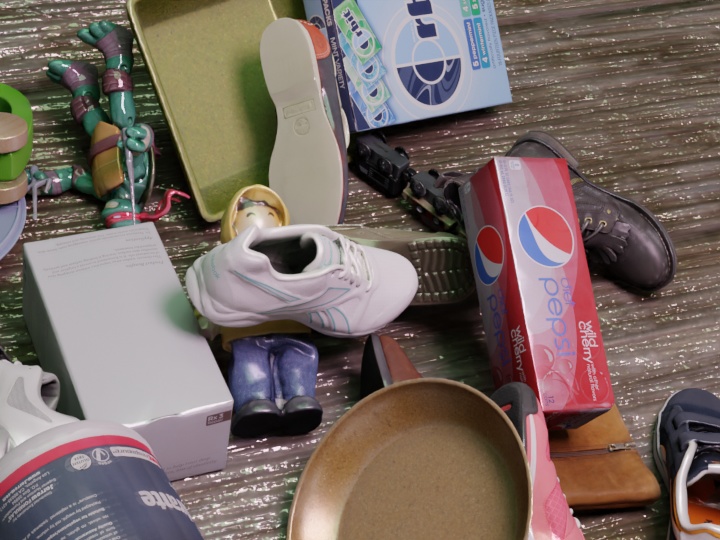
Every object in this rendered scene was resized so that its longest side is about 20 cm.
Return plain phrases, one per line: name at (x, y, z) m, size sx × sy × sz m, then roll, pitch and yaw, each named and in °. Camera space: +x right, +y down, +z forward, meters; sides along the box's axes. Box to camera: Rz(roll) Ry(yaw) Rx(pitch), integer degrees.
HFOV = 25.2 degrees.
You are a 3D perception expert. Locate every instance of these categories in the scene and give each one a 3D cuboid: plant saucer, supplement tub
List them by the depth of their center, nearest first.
supplement tub at (-0.158, 0.209, 1.022) m, size 0.139 × 0.141 × 0.200 m, roll -17°, pitch 51°, yaw -27°
plant saucer at (0.038, 0.175, 1.109) m, size 0.199 × 0.035 × 0.202 m, roll -17°, pitch 58°, yaw 29°
plant saucer at (-0.107, -0.164, 1.418) m, size 0.199 × 0.202 × 0.048 m, roll -26°, pitch 11°, yaw -38°

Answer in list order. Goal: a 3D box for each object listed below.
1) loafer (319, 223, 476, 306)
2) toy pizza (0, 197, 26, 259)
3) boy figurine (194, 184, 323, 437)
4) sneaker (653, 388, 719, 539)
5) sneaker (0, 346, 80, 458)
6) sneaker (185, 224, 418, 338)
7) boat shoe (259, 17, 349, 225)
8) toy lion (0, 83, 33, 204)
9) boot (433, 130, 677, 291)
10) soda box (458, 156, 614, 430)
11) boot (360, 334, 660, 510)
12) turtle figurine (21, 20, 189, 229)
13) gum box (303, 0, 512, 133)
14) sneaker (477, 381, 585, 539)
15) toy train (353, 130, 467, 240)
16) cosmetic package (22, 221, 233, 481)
loafer at (0.000, 0.000, 1.327) m, size 0.198 × 0.077 × 0.068 m, roll 3°, pitch 4°, yaw 4°
toy pizza at (-0.372, -0.040, 1.309) m, size 0.198 × 0.032 × 0.201 m, roll 5°, pitch 40°, yaw -4°
boy figurine at (-0.069, 0.027, 1.249) m, size 0.123 × 0.065 × 0.202 m, roll 0°, pitch 65°, yaw -13°
sneaker at (0.268, 0.151, 1.223) m, size 0.078 × 0.080 × 0.201 m, roll 9°, pitch 42°, yaw -1°
sneaker at (-0.265, 0.094, 1.152) m, size 0.088 × 0.075 × 0.199 m, roll -24°, pitch 41°, yaw -32°
sneaker at (-0.028, 0.005, 1.195) m, size 0.199 × 0.080 × 0.071 m, roll 1°, pitch 62°, yaw -38°
boat shoe at (-0.043, -0.118, 1.392) m, size 0.070 × 0.202 × 0.062 m, roll -11°, pitch -4°, yaw 21°
toy lion at (-0.374, -0.133, 1.352) m, size 0.198 × 0.069 × 0.192 m, roll 2°, pitch 33°, yaw -8°
boot at (0.162, -0.029, 1.343) m, size 0.200 × 0.069 × 0.174 m, roll 40°, pitch 33°, yaw 7°
soda box at (0.132, 0.018, 1.215) m, size 0.069 × 0.063 × 0.202 m, roll -1°, pitch 70°, yaw -26°
boot at (0.112, 0.113, 1.234) m, size 0.198 × 0.069 × 0.189 m, roll -10°, pitch 47°, yaw -23°
turtle figurine at (-0.219, -0.100, 1.361) m, size 0.100 × 0.149 × 0.202 m, roll 25°, pitch 48°, yaw -53°
gum box at (0.042, -0.223, 1.482) m, size 0.199 × 0.172 × 0.044 m, roll -15°, pitch 6°, yaw -39°
sneaker at (0.120, 0.182, 1.137) m, size 0.086 × 0.073 × 0.202 m, roll 14°, pitch 66°, yaw -39°
toy train at (0.069, -0.056, 1.416) m, size 0.199 × 0.046 × 0.034 m, roll 37°, pitch 50°, yaw 25°
cosmetic package at (-0.179, 0.064, 1.213) m, size 0.112 × 0.082 × 0.201 m, roll -9°, pitch 48°, yaw -20°
